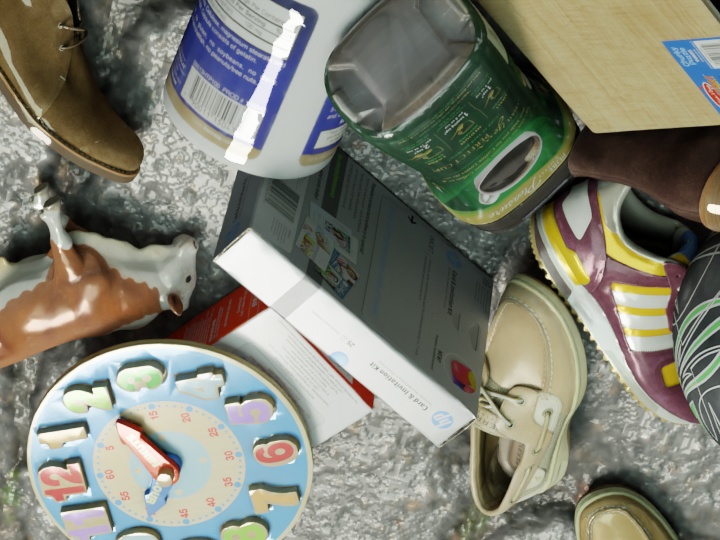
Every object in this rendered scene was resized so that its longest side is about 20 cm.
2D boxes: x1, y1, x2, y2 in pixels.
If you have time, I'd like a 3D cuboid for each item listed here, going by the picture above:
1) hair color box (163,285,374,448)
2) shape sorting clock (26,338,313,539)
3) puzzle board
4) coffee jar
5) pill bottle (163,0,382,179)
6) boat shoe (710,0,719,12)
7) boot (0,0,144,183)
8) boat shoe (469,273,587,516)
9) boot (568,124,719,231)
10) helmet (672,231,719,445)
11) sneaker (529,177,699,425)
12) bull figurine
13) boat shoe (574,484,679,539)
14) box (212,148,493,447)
[{"bbox_3d":[-0.098,0.093,1.808,0.200,0.064,0.111,-33,114,23],"label":"hair color box"},{"bbox_3d":[-0.132,0.134,1.777,0.199,0.039,0.201,3,123,5],"label":"shape sorting clock"},{"bbox_3d":[0.148,-0.147,1.508,0.150,0.017,0.200,-1,146,42],"label":"puzzle board"},{"bbox_3d":[0.063,-0.098,1.598,0.104,0.085,0.200,-42,149,6],"label":"coffee jar"},{"bbox_3d":[-0.037,-0.169,1.596,0.119,0.120,0.201,21,123,-8],"label":"pill bottle"},{"bbox_3d":[0.260,-0.142,1.515,0.199,0.084,0.069,-4,129,25],"label":"boat shoe"},{"bbox_3d":[-0.199,-0.141,1.665,0.075,0.074,0.200,-38,110,15],"label":"boot"},{"bbox_3d":[0.106,0.090,1.757,0.072,0.065,0.201,36,144,30],"label":"boat shoe"},{"bbox_3d":[0.244,-0.110,1.617,0.166,0.200,0.073,20,147,35],"label":"boot"},{"bbox_3d":[0.292,0.040,1.639,0.190,0.200,0.201,-4,129,-29],"label":"helmet"},{"bbox_3d":[0.200,0.021,1.721,0.090,0.075,0.200,-28,117,28],"label":"sneaker"},{"bbox_3d":[-0.211,0.007,1.763,0.199,0.065,0.122,-24,114,17],"label":"bull figurine"},{"bbox_3d":[0.210,0.247,1.867,0.071,0.076,0.201,-20,119,18],"label":"boat shoe"},{"bbox_3d":[0.000,0.000,1.681,0.200,0.156,0.041,39,121,-19],"label":"box"}]
